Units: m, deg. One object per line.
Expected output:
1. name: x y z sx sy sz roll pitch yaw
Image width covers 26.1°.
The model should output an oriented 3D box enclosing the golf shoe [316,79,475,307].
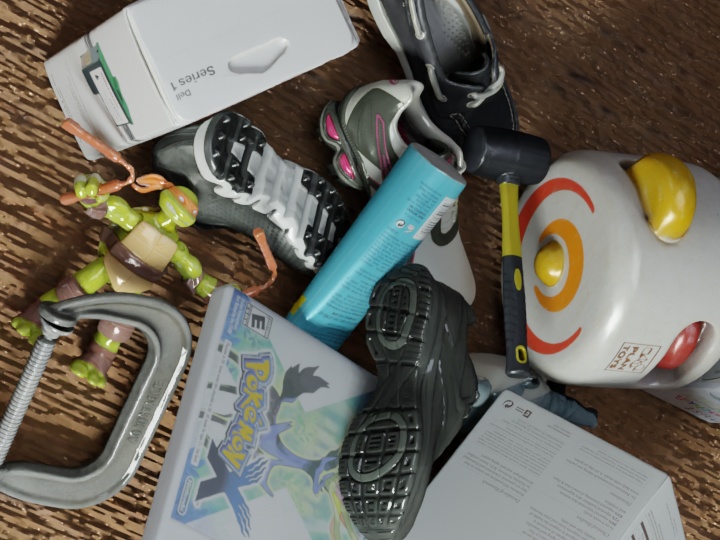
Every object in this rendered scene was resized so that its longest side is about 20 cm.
1. golf shoe: 0.044 -0.051 1.186 0.077 0.088 0.200 -45 111 -47

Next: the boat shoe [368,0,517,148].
1. boat shoe: 0.076 -0.162 1.197 0.074 0.060 0.200 -45 125 -22

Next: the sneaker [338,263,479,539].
1. sneaker: 0.045 0.100 1.114 0.091 0.076 0.200 23 75 -43

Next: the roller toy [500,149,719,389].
1. roller toy: 0.199 0.000 1.212 0.139 0.200 0.183 5 92 -26

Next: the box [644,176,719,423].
1. box: 0.343 0.023 1.289 0.097 0.176 0.200 25 78 -24

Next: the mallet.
1. mallet: 0.106 -0.019 1.173 0.066 0.041 0.200 16 64 -22

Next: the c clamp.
1. c clamp: -0.210 0.094 1.058 0.171 0.027 0.200 23 104 -33

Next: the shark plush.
1. shark plush: 0.101 0.107 1.249 0.200 0.091 0.083 2 111 -42

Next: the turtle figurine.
1. turtle figurine: -0.169 -0.009 1.080 0.161 0.064 0.200 -49 125 5

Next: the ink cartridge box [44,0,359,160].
1. ink cartridge box: -0.113 -0.148 1.056 0.146 0.200 0.084 -28 99 -25

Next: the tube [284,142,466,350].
1. tube: 0.000 0.000 1.143 0.077 0.050 0.200 22 109 -48

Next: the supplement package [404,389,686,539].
1. supplement package: 0.123 0.231 1.158 0.200 0.152 0.151 -49 143 -20

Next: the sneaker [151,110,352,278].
1. sneaker: -0.080 -0.051 1.146 0.200 0.090 0.067 41 57 -46

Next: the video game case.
1. video game case: -0.055 0.137 1.081 0.182 0.022 0.200 34 55 -34
